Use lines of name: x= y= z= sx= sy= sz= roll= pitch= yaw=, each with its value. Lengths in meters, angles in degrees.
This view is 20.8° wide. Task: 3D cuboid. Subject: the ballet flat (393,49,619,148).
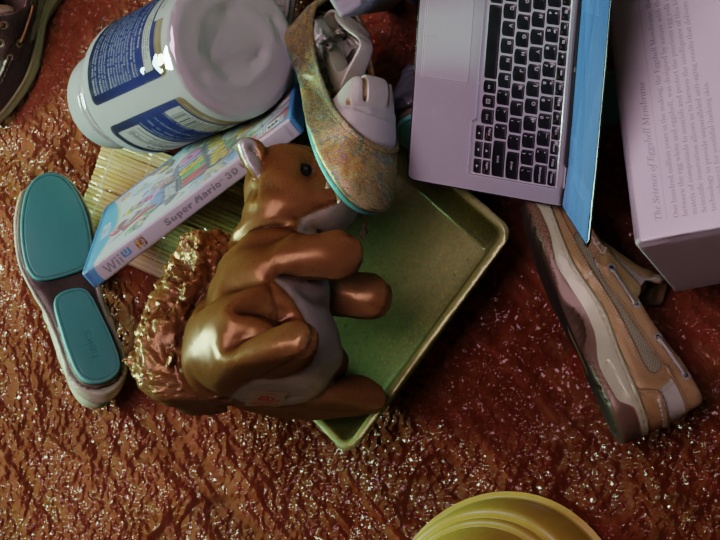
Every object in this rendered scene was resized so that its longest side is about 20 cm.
ballet flat: x=0.115 y=-0.135 z=1.381 sx=0.199 sy=0.073 sz=0.073 roll=-8 pitch=73 yaw=17

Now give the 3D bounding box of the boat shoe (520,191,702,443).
boat shoe: x=0.171 y=0.019 z=1.321 sx=0.076 sy=0.072 sz=0.201 roll=-21 pitch=64 yaw=-1

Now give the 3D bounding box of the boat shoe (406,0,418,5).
boat shoe: x=0.052 y=-0.304 z=1.479 sx=0.091 sy=0.071 sz=0.201 roll=-23 pitch=71 yaw=22

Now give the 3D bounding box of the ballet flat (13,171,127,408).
ballet flat: x=-0.238 y=0.019 z=1.579 sx=0.067 sy=0.062 sz=0.201 roll=-10 pitch=68 yaw=-16

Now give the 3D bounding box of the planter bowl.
planter bowl: x=0.075 y=0.242 z=1.305 sx=0.199 sy=0.083 sz=0.202 roll=-9 pitch=72 yaw=31

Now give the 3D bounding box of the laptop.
laptop: x=0.093 y=-0.130 z=1.263 sx=0.199 sy=0.116 sz=0.188 roll=12 pitch=105 yaw=32

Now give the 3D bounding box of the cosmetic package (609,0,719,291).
cosmetic package: x=0.268 y=-0.110 z=1.230 sx=0.199 sy=0.123 sz=0.201 roll=-10 pitch=72 yaw=17

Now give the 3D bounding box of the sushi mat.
sushi mat: x=-0.151 y=-0.041 z=1.570 sx=0.199 sy=0.012 sz=0.096 roll=22 pitch=89 yaw=35

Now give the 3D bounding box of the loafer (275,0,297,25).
loafer: x=-0.043 y=-0.272 z=1.536 sx=0.070 sy=0.070 sz=0.201 roll=25 pitch=93 yaw=-1

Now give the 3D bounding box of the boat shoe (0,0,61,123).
boat shoe: x=-0.308 y=-0.218 z=1.683 sx=0.072 sy=0.072 sz=0.201 roll=31 pitch=95 yaw=35

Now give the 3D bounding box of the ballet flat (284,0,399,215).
ballet flat: x=-0.008 y=-0.126 z=1.383 sx=0.071 sy=0.071 sz=0.201 roll=-38 pitch=42 yaw=19

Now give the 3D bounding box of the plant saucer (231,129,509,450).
plant saucer: x=0.000 y=0.000 z=1.440 sx=0.200 sy=0.048 sz=0.200 roll=43 pitch=102 yaw=33

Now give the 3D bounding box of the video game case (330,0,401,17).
video game case: x=-0.035 y=-0.267 z=1.404 sx=0.023 sy=0.200 sz=0.183 roll=-30 pitch=93 yaw=13

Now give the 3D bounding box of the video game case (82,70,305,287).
video game case: x=-0.123 y=-0.075 z=1.491 sx=0.200 sy=0.018 sz=0.143 roll=-36 pitch=18 yaw=13

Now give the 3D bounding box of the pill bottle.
pill bottle: x=-0.146 y=-0.152 z=1.512 sx=0.200 sy=0.111 sz=0.112 roll=-13 pitch=69 yaw=55

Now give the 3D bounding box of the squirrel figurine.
squirrel figurine: x=-0.078 y=0.003 z=1.382 sx=0.199 sy=0.141 sz=0.188 roll=-12 pitch=65 yaw=28
